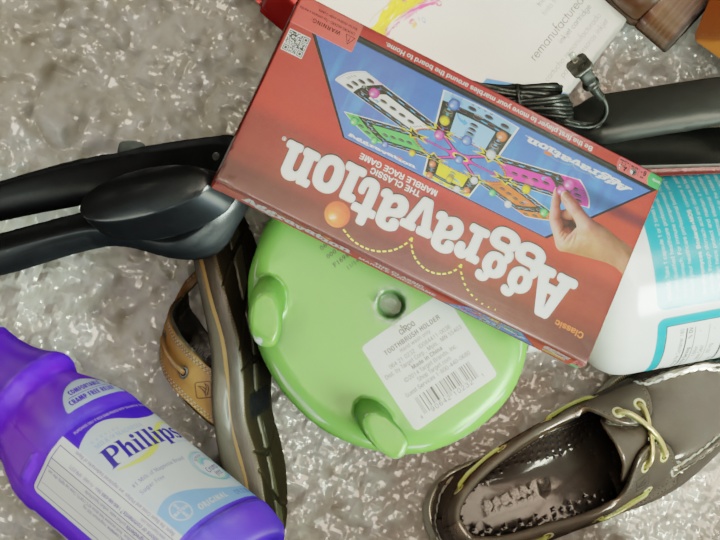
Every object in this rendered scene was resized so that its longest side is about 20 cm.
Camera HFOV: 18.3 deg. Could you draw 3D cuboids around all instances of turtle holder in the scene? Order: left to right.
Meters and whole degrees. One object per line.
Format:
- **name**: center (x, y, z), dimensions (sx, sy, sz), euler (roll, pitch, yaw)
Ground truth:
- **turtle holder**: center (-0.002, 0.011, 1.147), dimensions (0.185, 0.132, 0.142), euler (26, 87, 1)

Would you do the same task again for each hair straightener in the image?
- **hair straightener**: center (0.102, -0.086, 1.140), dimensions (0.198, 0.077, 0.041), euler (1, 43, 4)

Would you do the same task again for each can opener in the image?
- **can opener**: center (-0.142, -0.033, 1.134), dimensions (0.199, 0.079, 0.064), euler (-8, 64, 28)

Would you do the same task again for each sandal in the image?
- **sandal**: center (-0.076, 0.055, 1.172), dimensions (0.054, 0.082, 0.202), euler (-7, 93, 12)

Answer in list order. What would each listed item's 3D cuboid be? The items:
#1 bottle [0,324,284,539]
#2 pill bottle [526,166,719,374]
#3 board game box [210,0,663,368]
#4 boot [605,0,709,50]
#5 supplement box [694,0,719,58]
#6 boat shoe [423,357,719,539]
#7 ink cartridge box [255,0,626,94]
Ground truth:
- **bottle**: center (-0.133, 0.097, 1.125), dimensions (0.200, 0.083, 0.066), euler (37, 116, 20)
- **pill bottle**: center (0.175, -0.007, 1.189), dimensions (0.198, 0.111, 0.112), euler (-9, 86, -10)
- **board game box**: center (0.038, -0.042, 1.074), dimensions (0.199, 0.019, 0.104), euler (26, 77, -7)
- **boot**: center (0.149, -0.250, 1.231), dimensions (0.200, 0.064, 0.187), euler (41, 76, 2)
- **supplement box**: center (0.277, -0.103, 1.203), dimensions (0.199, 0.066, 0.069), euler (29, 81, -28)
- **boat shoe**: center (0.130, 0.099, 1.197), dimensions (0.199, 0.060, 0.072), euler (-23, 88, -10)
- **ink cartridge box**: center (0.028, -0.151, 1.201), dimensions (0.200, 0.067, 0.116), euler (40, 82, -4)
